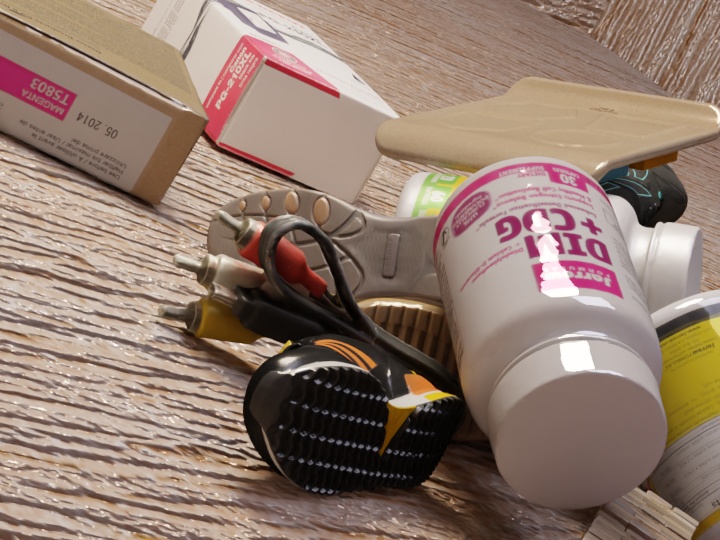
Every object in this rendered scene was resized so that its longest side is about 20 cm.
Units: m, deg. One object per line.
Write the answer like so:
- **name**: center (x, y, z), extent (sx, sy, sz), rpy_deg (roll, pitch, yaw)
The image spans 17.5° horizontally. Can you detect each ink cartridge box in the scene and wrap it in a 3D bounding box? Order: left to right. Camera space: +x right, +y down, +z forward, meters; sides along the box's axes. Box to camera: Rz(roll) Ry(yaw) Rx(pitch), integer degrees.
- **ink cartridge box**: center (-0.211, -0.139, 1.572), extent (0.199, 0.075, 0.165), rpy_deg (27, 15, -19)
- **ink cartridge box**: center (-0.079, -0.153, 1.899), extent (0.144, 0.085, 0.200), rpy_deg (22, 15, -35)

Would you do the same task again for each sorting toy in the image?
- **sorting toy**: center (0.136, -0.093, 1.661), extent (0.184, 0.037, 0.199), rpy_deg (12, 21, 33)

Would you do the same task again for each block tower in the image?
- **block tower**: center (0.138, 0.165, 1.265), extent (0.054, 0.058, 0.200), rpy_deg (32, 11, 9)

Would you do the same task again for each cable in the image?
- **cable**: center (-0.013, 0.026, 1.352), extent (0.199, 0.097, 0.050), rpy_deg (25, 19, -27)

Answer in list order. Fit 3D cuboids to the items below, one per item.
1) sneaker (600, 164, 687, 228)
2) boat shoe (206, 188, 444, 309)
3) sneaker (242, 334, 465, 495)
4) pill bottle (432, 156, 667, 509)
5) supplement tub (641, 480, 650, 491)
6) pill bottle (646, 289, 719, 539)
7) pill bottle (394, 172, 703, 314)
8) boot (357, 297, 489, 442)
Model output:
- **sneaker**: center (0.187, -0.043, 1.772), extent (0.199, 0.076, 0.079), rpy_deg (1, 38, -45)
- **boat shoe**: center (0.000, 0.000, 1.487), extent (0.198, 0.075, 0.073), rpy_deg (10, -19, 13)
- **sneaker**: center (-0.024, 0.069, 1.247), extent (0.090, 0.070, 0.200), rpy_deg (30, 7, 28)
- **pill bottle**: center (0.107, 0.034, 1.322), extent (0.113, 0.114, 0.201), rpy_deg (25, 29, -23)
- **supplement tub**: center (0.287, 0.136, 1.516), extent (0.200, 0.141, 0.140), rpy_deg (39, 15, 31)
- **pill bottle**: center (0.230, 0.121, 1.404), extent (0.112, 0.112, 0.201), rpy_deg (13, 47, -53)
- **pill bottle**: center (0.125, 0.000, 1.569), extent (0.198, 0.112, 0.111), rpy_deg (7, 8, 14)
- **boot**: center (0.062, 0.067, 1.487), extent (0.199, 0.073, 0.166), rpy_deg (24, 1, -13)
